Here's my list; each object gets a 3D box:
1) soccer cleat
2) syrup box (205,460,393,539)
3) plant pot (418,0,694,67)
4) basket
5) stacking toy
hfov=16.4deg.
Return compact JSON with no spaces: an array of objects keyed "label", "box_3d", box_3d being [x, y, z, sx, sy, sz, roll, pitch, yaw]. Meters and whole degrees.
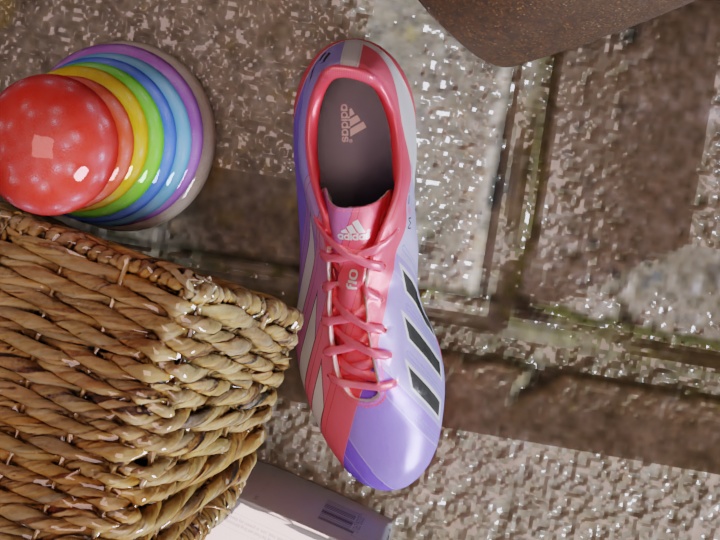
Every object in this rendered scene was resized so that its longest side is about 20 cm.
[{"label":"soccer cleat","box_3d":[0.000,0.000,1.092,0.066,0.076,0.202,-2,96,6]},{"label":"syrup box","box_3d":[-0.061,0.194,1.120,0.081,0.079,0.201,23,98,3]},{"label":"plant pot","box_3d":[0.107,-0.180,1.023,0.200,0.187,0.187,-37,91,24]},{"label":"basket","box_3d":[-0.141,0.052,1.069,0.199,0.143,0.150,18,89,21]},{"label":"stacking toy","box_3d":[-0.117,-0.054,1.035,0.085,0.200,0.086,0,94,6]}]
